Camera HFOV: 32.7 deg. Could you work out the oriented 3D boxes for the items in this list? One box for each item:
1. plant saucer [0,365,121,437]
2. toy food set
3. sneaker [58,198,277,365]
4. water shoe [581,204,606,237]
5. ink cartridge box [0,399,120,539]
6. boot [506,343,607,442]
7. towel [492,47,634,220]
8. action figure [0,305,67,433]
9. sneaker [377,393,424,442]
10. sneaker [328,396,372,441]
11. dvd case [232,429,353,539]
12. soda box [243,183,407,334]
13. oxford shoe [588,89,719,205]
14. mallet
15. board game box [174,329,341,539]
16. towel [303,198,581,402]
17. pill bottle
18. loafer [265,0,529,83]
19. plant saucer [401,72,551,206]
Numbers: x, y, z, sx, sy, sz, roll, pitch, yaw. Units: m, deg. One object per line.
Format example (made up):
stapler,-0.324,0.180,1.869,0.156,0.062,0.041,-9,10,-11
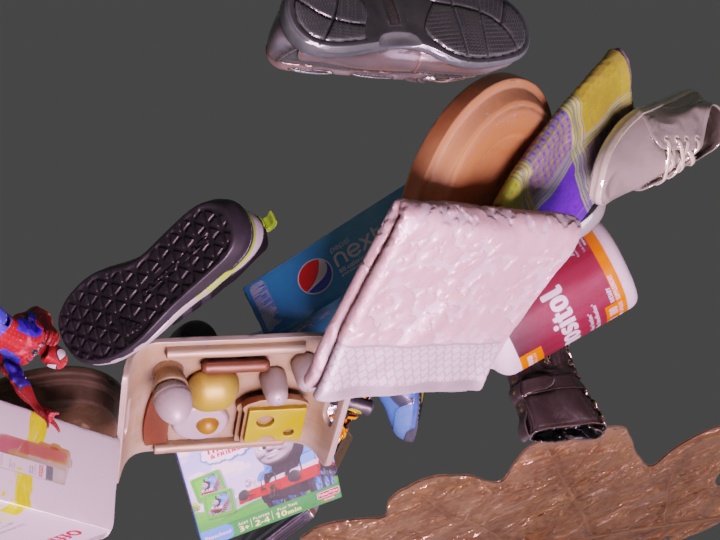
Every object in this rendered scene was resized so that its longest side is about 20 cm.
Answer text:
plant saucer,-0.303,0.157,1.111,0.198,0.030,0.201,-22,150,-13
toy food set,-0.109,0.125,1.043,0.197,0.061,0.145,-1,134,-16
sneaker,-0.149,0.015,0.982,0.198,0.072,0.083,-31,166,17
water shoe,0.138,-0.037,1.169,0.199,0.072,0.079,-37,132,0
ink cartridge box,-0.311,0.161,0.968,0.144,0.085,0.199,-24,143,38
boot,0.217,0.107,1.331,0.197,0.175,0.070,-8,145,-31
towel,0.180,-0.084,1.066,0.200,0.023,0.144,-49,147,-22
action figure,-0.268,0.053,0.910,0.066,0.099,0.200,-52,151,-1
sneaker,0.027,0.082,1.204,0.077,0.066,0.203,2,125,8
sneaker,-0.030,0.138,1.266,0.199,0.078,0.078,-37,147,11
dvd case,-0.085,0.259,1.350,0.148,0.016,0.200,-39,-174,19
soda box,0.000,0.000,1.094,0.198,0.065,0.068,-31,150,5
oxford shoe,0.270,-0.111,1.103,0.199,0.057,0.076,-30,139,-40
mallet,-0.085,0.097,1.108,0.198,0.042,0.066,23,157,-23
board game box,-0.106,0.158,1.183,0.149,0.037,0.203,-18,121,-13
towel,0.068,0.028,0.996,0.198,0.032,0.193,2,128,-40
pill bottle,0.168,0.033,1.239,0.198,0.114,0.113,-30,150,1
loafer,0.025,-0.168,0.874,0.197,0.073,0.063,-1,161,-28
plant saucer,0.104,-0.063,1.027,0.199,0.032,0.203,-33,136,-39
